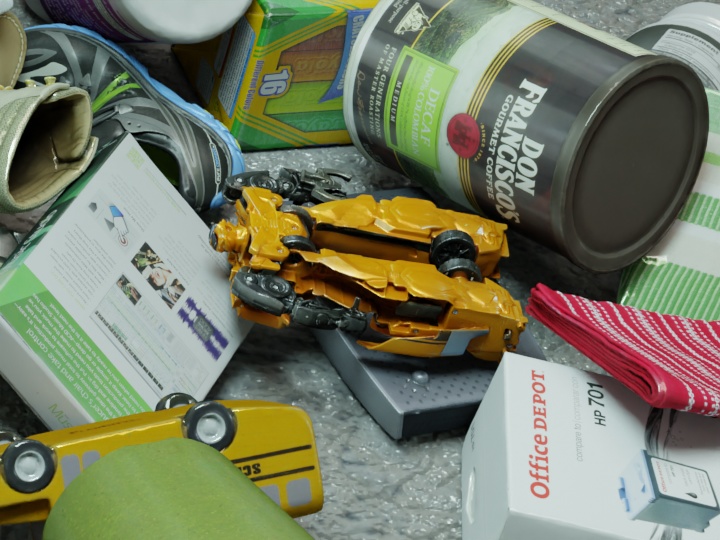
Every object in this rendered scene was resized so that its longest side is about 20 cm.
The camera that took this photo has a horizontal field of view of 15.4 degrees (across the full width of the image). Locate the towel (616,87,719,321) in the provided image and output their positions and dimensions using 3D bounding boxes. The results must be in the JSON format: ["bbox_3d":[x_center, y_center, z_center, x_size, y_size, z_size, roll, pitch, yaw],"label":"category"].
[{"bbox_3d":[0.254,-0.013,1.784,0.152,0.023,0.201,17,80,-2],"label":"towel"}]

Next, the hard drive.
[{"bbox_3d":[0.029,0.027,1.724,0.134,0.042,0.200,-7,45,-30],"label":"hard drive"}]

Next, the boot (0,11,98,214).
[{"bbox_3d":[-0.225,-0.101,1.675,0.154,0.072,0.200,-7,39,35],"label":"boot"}]

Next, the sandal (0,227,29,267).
[{"bbox_3d":[-0.241,0.010,1.611,0.200,0.057,0.080,23,64,-15],"label":"sandal"}]

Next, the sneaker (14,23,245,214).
[{"bbox_3d":[-0.171,-0.098,1.769,0.199,0.071,0.083,32,39,16],"label":"sneaker"}]

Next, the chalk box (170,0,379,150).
[{"bbox_3d":[-0.013,-0.172,1.881,0.199,0.125,0.124,-6,44,-26],"label":"chalk box"}]

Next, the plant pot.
[{"bbox_3d":[-0.082,0.186,1.391,0.199,0.201,0.190,-4,32,-26],"label":"plant pot"}]

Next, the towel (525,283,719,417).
[{"bbox_3d":[0.212,0.057,1.650,0.199,0.023,0.145,10,19,-38],"label":"towel"}]

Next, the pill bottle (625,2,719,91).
[{"bbox_3d":[0.215,-0.109,1.909,0.114,0.114,0.200,29,39,12],"label":"pill bottle"}]

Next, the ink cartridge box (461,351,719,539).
[{"bbox_3d":[0.168,0.145,1.607,0.199,0.086,0.147,14,38,-10],"label":"ink cartridge box"}]

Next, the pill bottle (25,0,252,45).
[{"bbox_3d":[-0.159,-0.209,1.814,0.112,0.113,0.200,-8,8,-30],"label":"pill bottle"}]

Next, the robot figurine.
[{"bbox_3d":[0.000,0.000,1.662,0.199,0.058,0.145,9,39,-14],"label":"robot figurine"}]

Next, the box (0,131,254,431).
[{"bbox_3d":[-0.145,0.024,1.606,0.145,0.036,0.200,51,35,-14],"label":"box"}]

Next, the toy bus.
[{"bbox_3d":[-0.126,0.117,1.502,0.199,0.079,0.065,-11,6,-22],"label":"toy bus"}]

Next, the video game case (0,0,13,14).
[{"bbox_3d":[-0.333,-0.194,1.771,0.199,0.023,0.182,-23,44,5],"label":"video game case"}]

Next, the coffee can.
[{"bbox_3d":[0.108,-0.102,1.759,0.146,0.147,0.200,-22,37,-40],"label":"coffee can"}]
